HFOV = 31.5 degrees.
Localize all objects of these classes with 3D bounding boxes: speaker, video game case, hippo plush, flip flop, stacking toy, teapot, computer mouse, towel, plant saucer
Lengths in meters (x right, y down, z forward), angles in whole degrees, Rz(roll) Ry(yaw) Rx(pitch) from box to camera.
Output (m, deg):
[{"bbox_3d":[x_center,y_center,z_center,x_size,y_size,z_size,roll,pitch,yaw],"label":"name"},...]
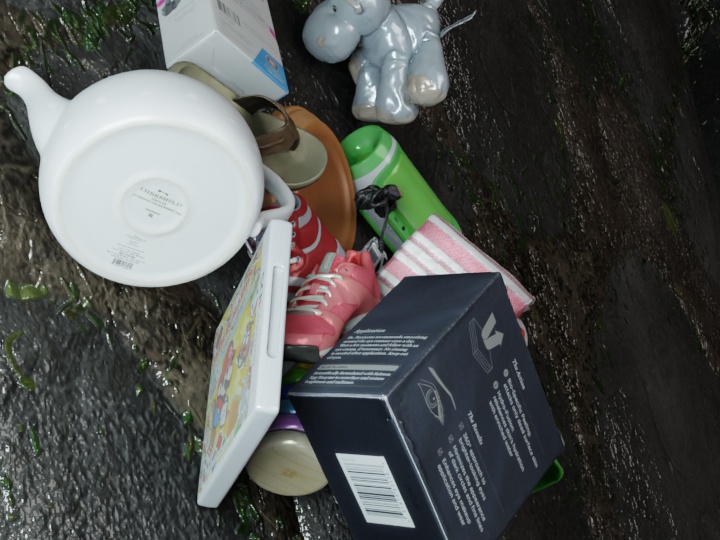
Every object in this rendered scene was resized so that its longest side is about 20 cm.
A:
[{"bbox_3d":[0.048,-0.082,1.558,0.200,0.088,0.089,50,35,-34],"label":"speaker"},{"bbox_3d":[-0.101,0.083,1.104,0.023,0.200,0.182,12,55,-15],"label":"video game case"},{"bbox_3d":[0.024,-0.280,1.544,0.161,0.200,0.160,28,27,-42],"label":"hippo plush"},{"bbox_3d":[-0.104,-0.142,1.236,0.200,0.057,0.081,33,53,-36],"label":"flip flop"},{"bbox_3d":[-0.059,0.120,1.259,0.085,0.085,0.200,51,30,-33],"label":"stacking toy"},{"bbox_3d":[-0.174,-0.093,1.085,0.146,0.197,0.200,-105,177,-53],"label":"teapot"},{"bbox_3d":[0.000,0.000,1.402,0.110,0.044,0.201,-32,136,-74],"label":"computer mouse"},{"bbox_3d":[0.066,0.056,1.346,0.146,0.200,0.030,42,-3,12],"label":"towel"},{"bbox_3d":[-0.051,-0.082,1.392,0.200,0.037,0.201,-8,90,-69],"label":"plant saucer"}]

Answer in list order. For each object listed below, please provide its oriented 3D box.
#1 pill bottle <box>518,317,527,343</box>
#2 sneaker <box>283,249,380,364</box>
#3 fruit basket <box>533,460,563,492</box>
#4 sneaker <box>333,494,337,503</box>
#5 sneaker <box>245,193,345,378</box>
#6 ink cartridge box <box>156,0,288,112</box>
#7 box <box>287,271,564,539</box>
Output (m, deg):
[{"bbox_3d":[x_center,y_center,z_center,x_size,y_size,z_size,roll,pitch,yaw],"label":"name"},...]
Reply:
[{"bbox_3d":[0.114,0.058,1.562,0.200,0.112,0.113,41,40,-43],"label":"pill bottle"},{"bbox_3d":[-0.039,0.029,1.184,0.200,0.074,0.087,-28,119,-64],"label":"sneaker"},{"bbox_3d":[0.099,0.225,1.337,0.156,0.215,0.216,50,35,-36],"label":"fruit basket"},{"bbox_3d":[-0.001,0.191,1.269,0.201,0.067,0.108,107,-12,-72],"label":"sneaker"},{"bbox_3d":[-0.087,0.013,1.246,0.113,0.071,0.200,58,42,-35],"label":"sneaker"},{"bbox_3d":[-0.147,-0.260,1.305,0.115,0.068,0.200,37,29,-44],"label":"ink cartridge box"},{"bbox_3d":[0.065,0.135,1.140,0.200,0.117,0.197,-42,119,-41],"label":"box"}]
